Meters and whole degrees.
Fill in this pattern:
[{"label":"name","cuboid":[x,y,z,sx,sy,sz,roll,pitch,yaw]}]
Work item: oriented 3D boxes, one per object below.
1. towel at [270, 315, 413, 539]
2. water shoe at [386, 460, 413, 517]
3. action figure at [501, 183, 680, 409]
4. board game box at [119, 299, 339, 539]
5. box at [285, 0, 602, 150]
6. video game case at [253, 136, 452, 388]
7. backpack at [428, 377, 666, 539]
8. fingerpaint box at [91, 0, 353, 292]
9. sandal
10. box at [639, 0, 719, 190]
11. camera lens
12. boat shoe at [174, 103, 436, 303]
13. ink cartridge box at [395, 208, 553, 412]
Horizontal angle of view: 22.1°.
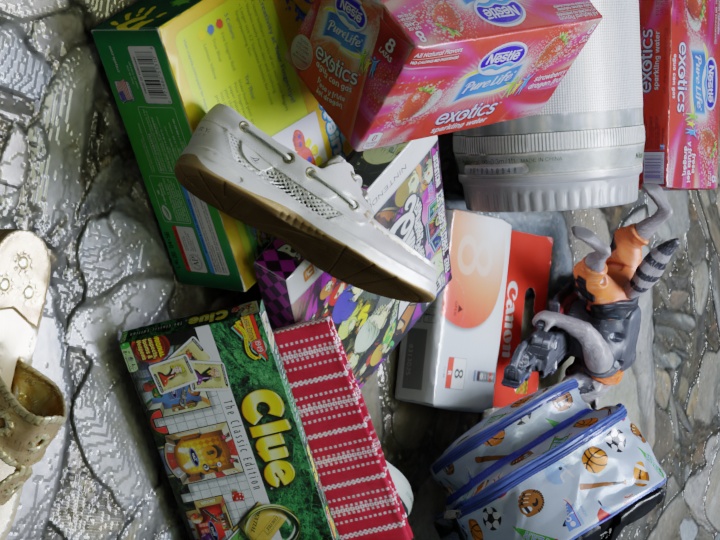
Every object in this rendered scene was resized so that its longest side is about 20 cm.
[{"label":"towel","cuboid":[-0.056,0.134,1.332,0.023,0.143,0.201,-87,159,-65]},{"label":"water shoe","cuboid":[-0.023,0.166,1.396,0.200,0.071,0.079,37,52,-43]},{"label":"action figure","cuboid":[0.206,0.043,1.611,0.200,0.104,0.195,-45,150,-48]},{"label":"board game box","cuboid":[-0.090,0.123,1.304,0.024,0.104,0.201,-90,164,-66]},{"label":"box","cuboid":[0.060,-0.164,1.298,0.199,0.096,0.100,-14,148,-43]},{"label":"video game case","cuboid":[0.000,0.000,1.378,0.181,0.036,0.201,-48,151,-27]},{"label":"backpack","cuboid":[0.155,0.175,1.502,0.199,0.190,0.155,-35,92,-16]},{"label":"fingerpaint box","cuboid":[-0.084,-0.115,1.315,0.167,0.073,0.201,-41,124,-39]},{"label":"sandal","cuboid":[-0.219,0.080,1.173,0.077,0.069,0.214,11,84,-49]},{"label":"box","cuboid":[0.268,-0.175,1.703,0.095,0.099,0.202,-2,93,-49]},{"label":"camera lens","cuboid":[0.152,-0.154,1.521,0.159,0.159,0.202,-9,98,-48]},{"label":"boat shoe","cuboid":[-0.024,-0.047,1.238,0.199,0.071,0.070,31,69,-17]},{"label":"ink cartridge box","cuboid":[0.114,0.040,1.577,0.199,0.050,0.164,9,86,-46]}]
